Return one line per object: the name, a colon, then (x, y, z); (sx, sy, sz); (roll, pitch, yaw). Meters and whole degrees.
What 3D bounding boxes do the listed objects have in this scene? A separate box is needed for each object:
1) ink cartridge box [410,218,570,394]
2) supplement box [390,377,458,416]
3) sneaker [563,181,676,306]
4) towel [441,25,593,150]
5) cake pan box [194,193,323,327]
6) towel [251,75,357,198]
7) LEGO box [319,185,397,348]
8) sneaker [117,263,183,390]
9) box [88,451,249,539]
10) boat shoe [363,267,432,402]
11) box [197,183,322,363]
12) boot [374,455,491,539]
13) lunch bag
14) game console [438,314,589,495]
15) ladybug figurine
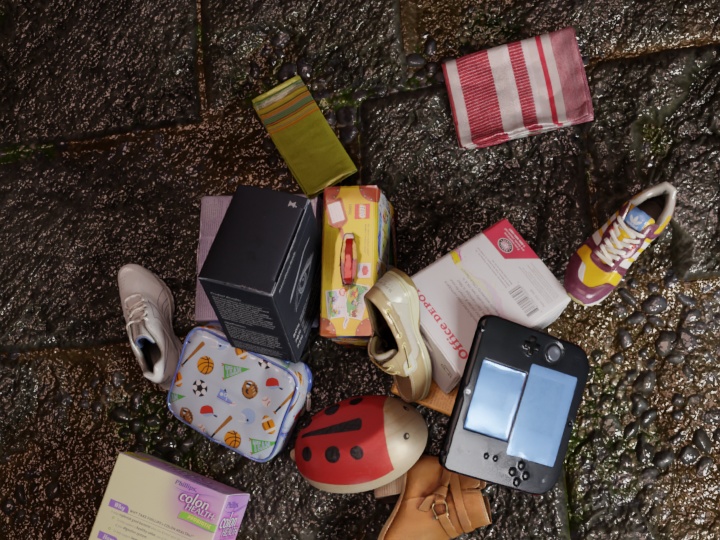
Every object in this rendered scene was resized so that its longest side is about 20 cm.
ink cartridge box: (0.155, 0.046, 1.376); (0.199, 0.086, 0.148); (-31, 73, -20)
supplement box: (0.145, 0.172, 1.401); (0.198, 0.067, 0.069); (17, 83, 15)
sneaker: (0.339, -0.041, 1.356); (0.075, 0.090, 0.200); (38, 68, 15)
towel: (0.225, -0.262, 1.491); (0.198, 0.023, 0.146); (-13, 76, 11)
cake pan box: (-0.148, -0.018, 1.516); (0.182, 0.052, 0.202); (-1, 79, 11)
towel: (-0.086, -0.201, 1.531); (0.086, 0.018, 0.201); (-31, 62, 1)
LEGO box: (0.000, 0.000, 1.426); (0.076, 0.149, 0.202); (-1, 79, 13)
sneaker: (-0.311, 0.076, 1.517); (0.074, 0.087, 0.201); (-28, 73, 8)
box: (-0.277, 0.379, 1.445); (0.174, 0.097, 0.202); (17, 84, 16)
boat shoe: (0.041, 0.092, 1.317); (0.066, 0.202, 0.074); (-29, 35, -26)
box: (-0.120, 0.007, 1.356); (0.103, 0.201, 0.149); (12, 61, 15)
boot: (0.100, 0.345, 1.369); (0.153, 0.074, 0.202); (-10, 74, 16)
lunch bag: (-0.166, 0.166, 1.456); (0.199, 0.075, 0.162); (24, 100, 15)
game console: (0.199, 0.173, 1.311); (0.176, 0.031, 0.202); (20, 84, -27)
ladybug figurine: (-0.009, 0.229, 1.404); (0.198, 0.072, 0.137); (-18, 50, 16)
